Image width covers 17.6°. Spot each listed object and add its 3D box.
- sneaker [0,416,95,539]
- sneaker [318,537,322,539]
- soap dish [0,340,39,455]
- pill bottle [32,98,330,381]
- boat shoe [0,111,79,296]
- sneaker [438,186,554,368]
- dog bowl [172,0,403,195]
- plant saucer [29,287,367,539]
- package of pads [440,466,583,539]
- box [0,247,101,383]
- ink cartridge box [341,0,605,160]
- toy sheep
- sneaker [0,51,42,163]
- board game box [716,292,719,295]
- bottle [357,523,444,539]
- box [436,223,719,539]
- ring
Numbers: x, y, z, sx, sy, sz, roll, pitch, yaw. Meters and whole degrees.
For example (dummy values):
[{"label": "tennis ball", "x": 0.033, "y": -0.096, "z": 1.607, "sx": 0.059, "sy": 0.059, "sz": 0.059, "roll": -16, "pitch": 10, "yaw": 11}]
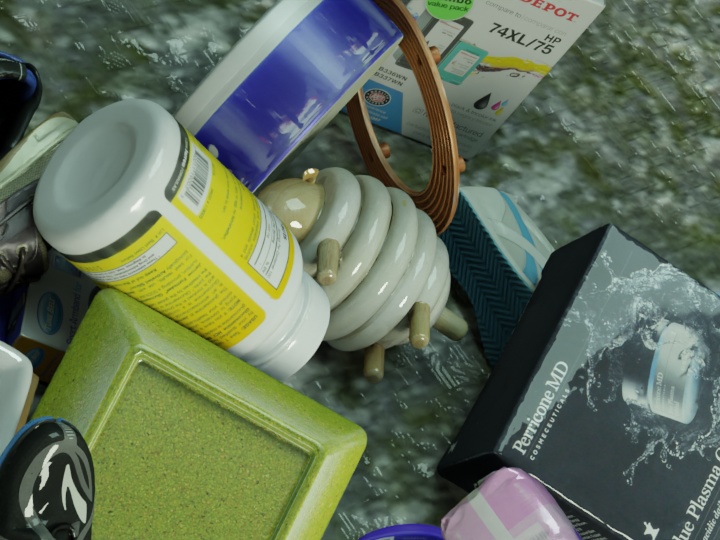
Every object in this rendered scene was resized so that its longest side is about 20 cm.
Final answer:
[{"label": "sneaker", "x": -0.173, "y": 0.184, "z": 1.332, "sx": 0.070, "sy": 0.082, "sz": 0.201, "roll": 3, "pitch": 91, "yaw": -39}, {"label": "sneaker", "x": -0.075, "y": 0.163, "z": 1.507, "sx": 0.073, "sy": 0.082, "sz": 0.202, "roll": -12, "pitch": 84, "yaw": -23}, {"label": "soap dish", "x": -0.287, "y": 0.107, "z": 1.378, "sx": 0.157, "sy": 0.081, "sz": 0.201, "roll": 29, "pitch": 41, "yaw": -16}, {"label": "pill bottle", "x": -0.110, "y": -0.011, "z": 1.512, "sx": 0.200, "sy": 0.112, "sz": 0.113, "roll": 45, "pitch": 32, "yaw": -38}, {"label": "boat shoe", "x": -0.229, "y": -0.020, "z": 1.512, "sx": 0.065, "sy": 0.072, "sz": 0.200, "roll": 29, "pitch": 56, "yaw": 14}, {"label": "sneaker", "x": 0.128, "y": 0.017, "z": 1.809, "sx": 0.080, "sy": 0.077, "sz": 0.201, "roll": -4, "pitch": 59, "yaw": -43}, {"label": "dog bowl", "x": -0.062, "y": -0.125, "z": 1.681, "sx": 0.079, "sy": 0.200, "sz": 0.200, "roll": 43, "pitch": 39, "yaw": -1}, {"label": "plant saucer", "x": -0.114, "y": 0.139, "z": 1.430, "sx": 0.199, "sy": 0.048, "sz": 0.201, "roll": 29, "pitch": 75, "yaw": -10}, {"label": "package of pads", "x": 0.138, "y": 0.226, "z": 1.494, "sx": 0.200, "sy": 0.076, "sz": 0.120, "roll": 53, "pitch": 4, "yaw": 22}, {"label": "box", "x": -0.163, "y": 0.036, "z": 1.579, "sx": 0.199, "sy": 0.041, "sz": 0.120, "roll": 25, "pitch": 42, "yaw": -23}, {"label": "ink cartridge box", "x": 0.078, "y": -0.223, "z": 1.886, "sx": 0.146, "sy": 0.200, "sz": 0.147, "roll": 18, "pitch": 45, "yaw": -25}, {"label": "toy sheep", "x": 0.000, "y": 0.000, "z": 1.681, "sx": 0.200, "sy": 0.137, "sz": 0.139, "roll": 39, "pitch": 37, "yaw": -28}, {"label": "sneaker", "x": -0.261, "y": -0.125, "z": 1.584, "sx": 0.080, "sy": 0.115, "sz": 0.201, "roll": 14, "pitch": 47, "yaw": -31}, {"label": "board game box", "x": 0.301, "y": 0.112, "z": 1.880, "sx": 0.199, "sy": 0.056, "sz": 0.197, "roll": 4, "pitch": 52, "yaw": -37}, {"label": "bottle", "x": 0.020, "y": 0.232, "z": 1.479, "sx": 0.200, "sy": 0.083, "sz": 0.066, "roll": -74, "pitch": 153, "yaw": -68}, {"label": "box", "x": 0.195, "y": 0.108, "z": 1.687, "sx": 0.199, "sy": 0.117, "sz": 0.198, "roll": 33, "pitch": 71, "yaw": -10}, {"label": "ring", "x": 0.031, "y": -0.124, "z": 1.767, "sx": 0.019, "sy": 0.201, "sz": 0.201, "roll": -19, "pitch": 65, "yaw": -19}]
